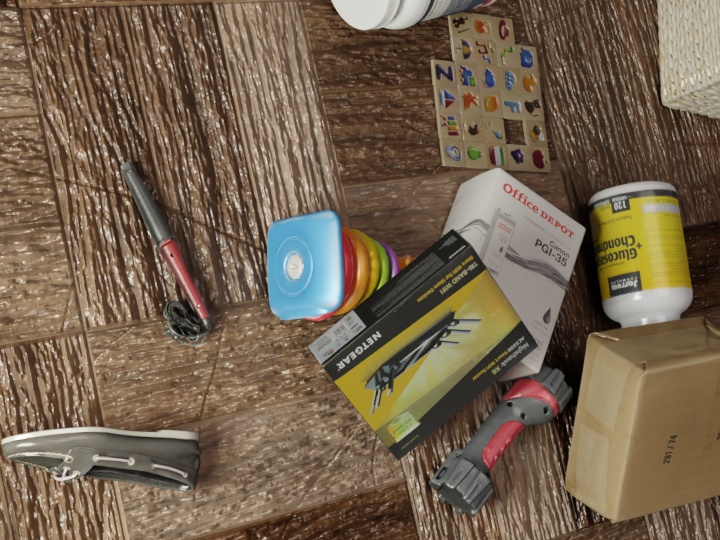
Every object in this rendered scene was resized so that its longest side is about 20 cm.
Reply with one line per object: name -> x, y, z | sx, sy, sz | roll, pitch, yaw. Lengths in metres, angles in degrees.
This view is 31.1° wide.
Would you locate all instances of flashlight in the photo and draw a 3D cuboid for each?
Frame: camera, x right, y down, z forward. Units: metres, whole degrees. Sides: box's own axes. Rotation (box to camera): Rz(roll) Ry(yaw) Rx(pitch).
flashlight -> 0.165, 0.193, 1.473 | 0.200, 0.067, 0.068 | -49, 122, -30

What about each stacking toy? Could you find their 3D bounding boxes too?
stacking toy -> 0.000, 0.000, 1.411 | 0.199, 0.115, 0.111 | 3, 82, -45

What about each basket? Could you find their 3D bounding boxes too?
basket -> 0.525, -0.313, 1.759 | 0.196, 0.160, 0.202 | 9, 73, -29

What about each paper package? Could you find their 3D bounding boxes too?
paper package -> 0.350, 0.171, 1.511 | 0.189, 0.103, 0.202 | -7, 114, -28

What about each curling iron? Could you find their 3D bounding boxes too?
curling iron -> -0.202, -0.018, 1.322 | 0.049, 0.025, 0.202 | -19, 88, -36

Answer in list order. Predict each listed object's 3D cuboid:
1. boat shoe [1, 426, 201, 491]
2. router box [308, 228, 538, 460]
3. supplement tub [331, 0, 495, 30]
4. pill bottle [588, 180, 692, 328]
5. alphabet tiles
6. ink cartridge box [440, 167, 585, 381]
boat shoe -> -0.240, 0.182, 1.227 | 0.198, 0.067, 0.058 | 5, 71, -34
router box -> 0.068, 0.080, 1.370 | 0.199, 0.052, 0.158 | -39, 121, -2
supplement tub -> 0.070, -0.361, 1.505 | 0.199, 0.140, 0.142 | -21, 89, -33
pill bottle -> 0.350, -0.002, 1.604 | 0.111, 0.112, 0.202 | 0, 78, -31
alphabet tiles -> 0.159, -0.222, 1.605 | 0.166, 0.008, 0.202 | 1, 77, -31
ink cartridge box -> 0.161, 0.004, 1.505 | 0.146, 0.083, 0.201 | 32, 64, -21
